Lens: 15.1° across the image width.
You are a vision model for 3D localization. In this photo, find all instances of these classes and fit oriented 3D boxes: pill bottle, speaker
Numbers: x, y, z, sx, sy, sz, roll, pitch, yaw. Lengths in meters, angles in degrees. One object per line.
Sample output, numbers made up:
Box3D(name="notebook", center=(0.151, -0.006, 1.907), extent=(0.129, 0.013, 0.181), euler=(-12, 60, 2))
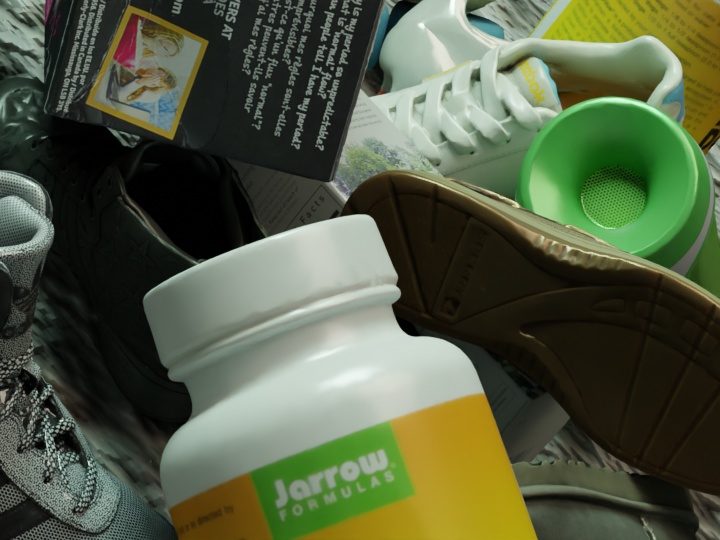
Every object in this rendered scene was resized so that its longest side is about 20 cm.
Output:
Box3D(name="pill bottle", center=(0.000, 0.089, 0.881), extent=(0.111, 0.111, 0.201), euler=(-10, 78, -56))
Box3D(name="speaker", center=(0.117, -0.004, 1.178), extent=(0.089, 0.088, 0.200), euler=(50, -4, 21))
Box3D(name="pill bottle", center=(0.155, -0.119, 1.363), extent=(0.109, 0.200, 0.110), euler=(29, 29, -18))

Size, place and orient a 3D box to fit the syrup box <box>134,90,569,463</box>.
Box3D(name="syrup box", center=(0.000, 0.000, 1.121), extent=(0.200, 0.082, 0.079), euler=(47, 29, 15))

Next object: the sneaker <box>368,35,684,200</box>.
Box3D(name="sneaker", center=(0.049, -0.064, 1.214), extent=(0.199, 0.081, 0.077), euler=(-11, 60, -16))

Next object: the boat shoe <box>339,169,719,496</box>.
Box3D(name="boat shoe", center=(0.087, 0.018, 1.037), extent=(0.199, 0.073, 0.072), euler=(26, 15, 9))

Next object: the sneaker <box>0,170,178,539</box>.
Box3D(name="sneaker", center=(-0.115, 0.041, 0.879), extent=(0.199, 0.114, 0.076), euler=(34, 28, -10))

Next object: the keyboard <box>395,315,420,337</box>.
Box3D(name="keyboard", center=(0.019, 0.103, 1.027), extent=(0.104, 0.040, 0.201), euler=(-23, 78, -47))

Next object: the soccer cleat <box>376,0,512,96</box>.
Box3D(name="soccer cleat", center=(0.096, -0.059, 1.306), extent=(0.200, 0.078, 0.069), euler=(39, 2, -17))

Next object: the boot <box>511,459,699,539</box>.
Box3D(name="boot", center=(0.095, 0.171, 0.970), extent=(0.181, 0.072, 0.201), euler=(4, 63, -40))

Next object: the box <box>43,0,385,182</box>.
Box3D(name="box", center=(-0.051, -0.137, 1.036), extent=(0.114, 0.133, 0.200), euler=(13, 20, -12))

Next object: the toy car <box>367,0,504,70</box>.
Box3D(name="toy car", center=(-0.018, -0.210, 1.374), extent=(0.199, 0.186, 0.176), euler=(23, 13, 40))

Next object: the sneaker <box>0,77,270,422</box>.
Box3D(name="sneaker", center=(-0.081, -0.023, 1.020), extent=(0.060, 0.104, 0.200), euler=(-17, 60, -31))
